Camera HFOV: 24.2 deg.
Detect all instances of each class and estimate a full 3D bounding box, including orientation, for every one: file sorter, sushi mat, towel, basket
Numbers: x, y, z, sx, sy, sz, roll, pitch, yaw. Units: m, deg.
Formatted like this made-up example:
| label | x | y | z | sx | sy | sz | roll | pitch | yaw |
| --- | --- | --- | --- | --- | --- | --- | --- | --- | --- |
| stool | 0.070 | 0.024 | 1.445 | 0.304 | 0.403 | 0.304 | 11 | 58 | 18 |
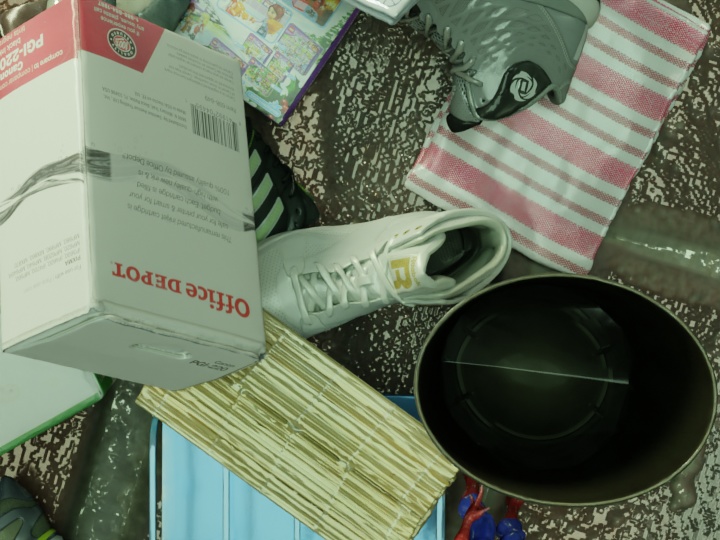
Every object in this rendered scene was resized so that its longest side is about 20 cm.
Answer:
| label | x | y | z | sx | sy | sz | roll | pitch | yaw |
| --- | --- | --- | --- | --- | --- | --- | --- | --- | --- |
| file sorter | -0.040 | 0.158 | 1.127 | 0.199 | 0.123 | 0.140 | 0 | 93 | 0 |
| sushi mat | -0.038 | 0.099 | 1.059 | 0.200 | 0.012 | 0.096 | 36 | 88 | 3 |
| towel | 0.136 | -0.112 | 1.162 | 0.146 | 0.030 | 0.201 | 27 | 92 | 0 |
| basket | 0.116 | 0.068 | 1.081 | 0.179 | 0.200 | 0.137 | 6 | 91 | -3 |

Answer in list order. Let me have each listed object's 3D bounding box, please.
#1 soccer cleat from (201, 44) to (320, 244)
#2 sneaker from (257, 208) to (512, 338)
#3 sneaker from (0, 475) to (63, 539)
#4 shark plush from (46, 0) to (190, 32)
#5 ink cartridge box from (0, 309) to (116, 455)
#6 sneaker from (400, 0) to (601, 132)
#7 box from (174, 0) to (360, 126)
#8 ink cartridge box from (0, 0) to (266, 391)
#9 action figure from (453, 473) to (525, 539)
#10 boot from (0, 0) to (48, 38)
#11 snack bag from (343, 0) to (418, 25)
| label | x | y | z | sx | sy | sz | roll | pitch | yaw |
| --- | --- | --- | --- | --- | --- | --- | --- | --- | --- |
| soccer cleat | -0.076 | -0.059 | 1.144 | 0.081 | 0.068 | 0.201 | -16 | 107 | -14 |
| sneaker | 0.000 | 0.000 | 1.090 | 0.199 | 0.115 | 0.074 | -20 | 96 | -22 |
| sneaker | -0.300 | 0.211 | 1.162 | 0.199 | 0.074 | 0.081 | -26 | 85 | -6 |
| shark plush | -0.161 | -0.111 | 1.095 | 0.083 | 0.091 | 0.201 | 14 | 72 | -28 |
| ink cartridge box | -0.232 | 0.065 | 1.087 | 0.146 | 0.200 | 0.083 | -29 | 95 | 2 |
| sneaker | 0.054 | -0.152 | 1.110 | 0.199 | 0.075 | 0.116 | 13 | 97 | -7 |
| box | -0.098 | -0.211 | 1.155 | 0.200 | 0.039 | 0.137 | 35 | 92 | -1 |
| ink cartridge box | -0.137 | -0.041 | 0.999 | 0.085 | 0.145 | 0.201 | -23 | 64 | 34 |
| action figure | 0.086 | 0.181 | 1.085 | 0.065 | 0.200 | 0.052 | 37 | 117 | -10 |
| boot | -0.262 | -0.079 | 1.159 | 0.199 | 0.072 | 0.167 | -24 | 80 | 2 |
| snack bag | 0.013 | -0.251 | 1.080 | 0.188 | 0.021 | 0.200 | 31 | 60 | 28 |
